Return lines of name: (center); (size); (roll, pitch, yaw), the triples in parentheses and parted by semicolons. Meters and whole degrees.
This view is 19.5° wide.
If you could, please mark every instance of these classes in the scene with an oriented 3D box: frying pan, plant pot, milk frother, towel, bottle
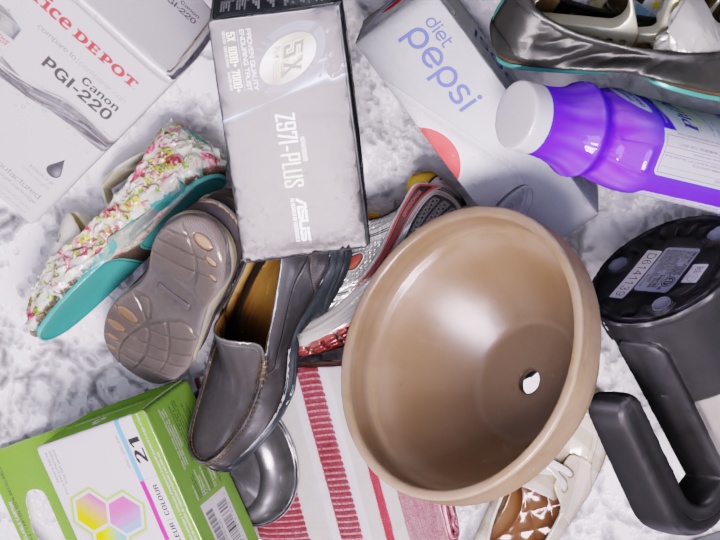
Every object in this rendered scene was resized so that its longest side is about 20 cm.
frying pan: (-0.115, 0.168, 1.592); (0.115, 0.031, 0.190); (43, 125, 13)
plant pot: (0.090, 0.066, 1.408); (0.201, 0.201, 0.093); (-44, 139, 18)
milk frother: (0.208, 0.076, 1.505); (0.180, 0.200, 0.188); (-38, 118, -15)
towel: (-0.026, 0.134, 1.545); (0.200, 0.023, 0.144); (-4, 106, 36)
bottle: (0.184, -0.087, 1.421); (0.200, 0.084, 0.065); (11, 108, -31)

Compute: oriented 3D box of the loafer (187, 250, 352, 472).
loafer: (-0.081, 0.049, 1.483); (0.073, 0.072, 0.200); (29, 100, 37)

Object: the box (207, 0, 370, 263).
box: (-0.047, -0.117, 1.403); (0.086, 0.200, 0.164); (-7, 109, 1)

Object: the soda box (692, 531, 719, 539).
soda box: (0.258, 0.246, 1.587); (0.199, 0.068, 0.064); (-19, 108, 12)

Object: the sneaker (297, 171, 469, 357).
sneaker: (0.000, 0.000, 1.524); (0.200, 0.078, 0.082); (-34, 77, 20)

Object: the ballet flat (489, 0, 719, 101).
ballet flat: (0.187, -0.158, 1.400); (0.199, 0.068, 0.069); (6, 123, -7)

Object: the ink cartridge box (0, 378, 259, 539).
ink cartridge box: (-0.195, 0.186, 1.563); (0.200, 0.076, 0.148); (-21, 97, 26)

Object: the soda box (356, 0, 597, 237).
soda box: (0.083, -0.107, 1.464); (0.068, 0.063, 0.200); (-33, 104, 16)

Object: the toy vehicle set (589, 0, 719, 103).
toy vehicle set: (0.275, -0.175, 1.450); (0.200, 0.027, 0.124); (34, 109, -8)

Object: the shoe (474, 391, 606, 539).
shoe: (0.133, 0.179, 1.580); (0.070, 0.053, 0.200); (23, 111, -4)

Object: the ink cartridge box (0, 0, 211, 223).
ink cartridge box: (-0.213, -0.146, 1.434); (0.146, 0.085, 0.200); (41, 131, -10)

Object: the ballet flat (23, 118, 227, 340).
ballet flat: (-0.179, -0.032, 1.529); (0.200, 0.076, 0.064); (-41, 71, 13)

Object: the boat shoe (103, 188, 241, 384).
boat shoe: (-0.123, 0.013, 1.514); (0.074, 0.073, 0.200); (41, 140, 1)
